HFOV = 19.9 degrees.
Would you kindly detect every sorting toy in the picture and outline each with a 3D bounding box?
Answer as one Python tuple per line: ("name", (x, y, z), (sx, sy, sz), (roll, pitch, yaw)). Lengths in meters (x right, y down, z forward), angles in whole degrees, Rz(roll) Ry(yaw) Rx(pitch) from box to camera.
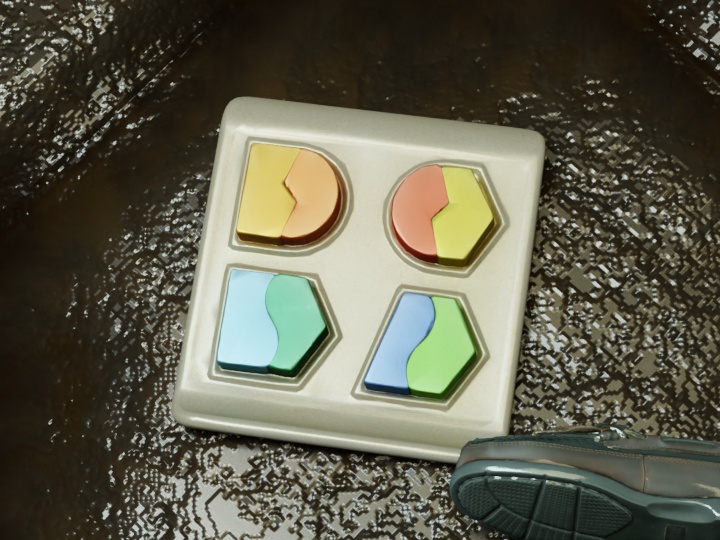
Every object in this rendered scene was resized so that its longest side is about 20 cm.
("sorting toy", (0.000, 0.000, 1.125), (0.184, 0.037, 0.201), (7, 71, 6))

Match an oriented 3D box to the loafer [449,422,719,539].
("loafer", (0.146, 0.111, 1.068), (0.199, 0.072, 0.063), (10, 51, 0))
